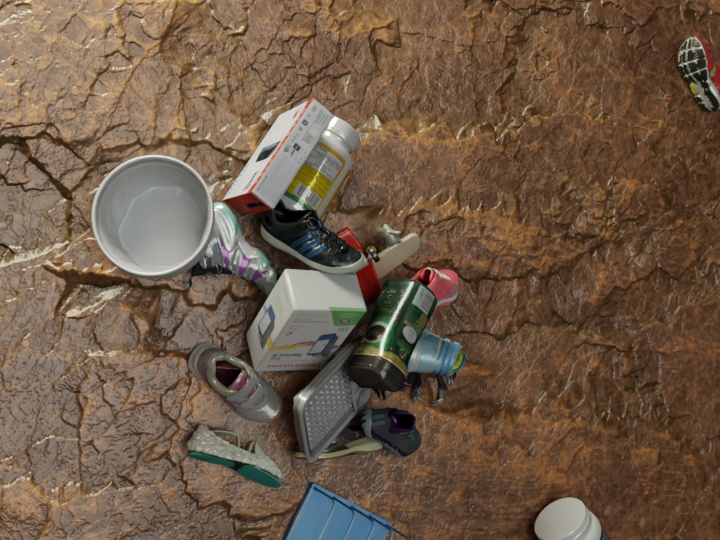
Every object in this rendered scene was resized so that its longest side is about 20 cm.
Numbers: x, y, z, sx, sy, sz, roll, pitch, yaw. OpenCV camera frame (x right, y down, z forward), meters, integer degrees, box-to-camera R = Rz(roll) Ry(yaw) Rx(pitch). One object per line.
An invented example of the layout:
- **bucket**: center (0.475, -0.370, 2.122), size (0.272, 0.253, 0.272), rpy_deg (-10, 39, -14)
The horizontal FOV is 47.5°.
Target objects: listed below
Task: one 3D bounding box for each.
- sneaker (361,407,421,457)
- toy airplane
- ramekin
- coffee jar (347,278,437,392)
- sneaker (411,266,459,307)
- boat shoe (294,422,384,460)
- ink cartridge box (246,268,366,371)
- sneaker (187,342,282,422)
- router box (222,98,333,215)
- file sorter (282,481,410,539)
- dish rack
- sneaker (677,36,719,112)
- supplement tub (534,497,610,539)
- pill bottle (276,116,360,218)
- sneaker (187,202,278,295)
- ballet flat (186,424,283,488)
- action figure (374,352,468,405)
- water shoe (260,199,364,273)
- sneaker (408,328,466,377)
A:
- **sneaker**: center (0.084, 0.311, 1.575), size (0.199, 0.087, 0.076), rpy_deg (33, 49, -51)
- **toy airplane**: center (0.000, 0.000, 1.560), size (0.198, 0.142, 0.201), rpy_deg (2, 127, -34)
- **ramekin**: center (-0.339, -0.080, 1.367), size (0.197, 0.105, 0.204), rpy_deg (1, 79, -4)
- **coffee jar**: center (0.056, 0.118, 1.452), size (0.085, 0.103, 0.202), rpy_deg (44, 60, -35)
- **sneaker**: center (0.145, 0.029, 1.607), size (0.200, 0.073, 0.088), rpy_deg (-35, 137, -52)
- **boat shoe**: center (-0.040, 0.322, 1.567), size (0.198, 0.073, 0.066), rpy_deg (-2, 86, -36)
- **ink cartridge box**: center (-0.099, 0.093, 1.452), size (0.143, 0.200, 0.088), rpy_deg (3, 53, -31)
- **sneaker**: center (-0.217, 0.209, 1.465), size (0.199, 0.088, 0.082), rpy_deg (38, 75, -21)
- **router box**: center (-0.149, -0.196, 1.447), size (0.049, 0.179, 0.202), rpy_deg (37, 75, -21)
- **file sorter**: center (-0.024, 0.518, 1.542), size (0.199, 0.122, 0.140), rpy_deg (33, 77, -23)
- **dish rack**: center (-0.055, 0.231, 1.486), size (0.200, 0.043, 0.173), rpy_deg (-45, 146, -36)
- **sneaker**: center (0.839, -0.487, 1.997), size (0.085, 0.077, 0.201), rpy_deg (-45, 119, -24)
- **supplement tub**: center (0.479, 0.612, 1.778), size (0.140, 0.140, 0.201), rpy_deg (-40, 107, -20)
- **pill bottle**: center (-0.084, -0.182, 1.516), size (0.112, 0.112, 0.202), rpy_deg (36, 76, -21)
- **sneaker**: center (-0.247, -0.005, 1.463), size (0.140, 0.078, 0.201), rpy_deg (-40, 97, -18)
- **ballet flat**: center (-0.218, 0.331, 1.480), size (0.198, 0.072, 0.073), rpy_deg (28, 78, -24)
- **action figure**: center (0.125, 0.218, 1.623), size (0.197, 0.119, 0.104), rpy_deg (-8, 83, -16)
- **water shoe**: center (-0.084, -0.059, 1.412), size (0.197, 0.080, 0.072), rpy_deg (21, 38, 11)
- **sneaker**: center (0.132, 0.145, 1.574), size (0.129, 0.201, 0.081), rpy_deg (13, 113, -9)
